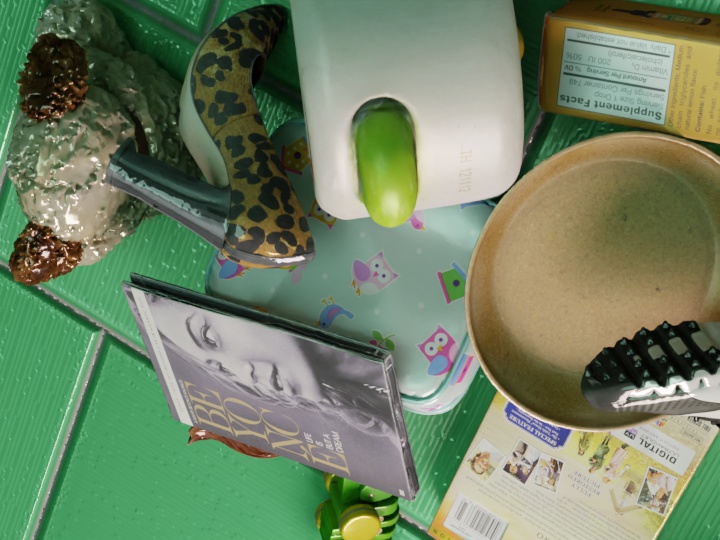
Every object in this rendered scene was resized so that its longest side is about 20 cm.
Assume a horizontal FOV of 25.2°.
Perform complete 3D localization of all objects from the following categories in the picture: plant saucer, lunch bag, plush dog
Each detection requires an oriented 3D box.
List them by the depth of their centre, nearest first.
[{"bbox_3d":[0.158,0.004,1.013,0.197,0.036,0.203,-3,113,-8],"label":"plant saucer"},{"bbox_3d":[0.000,0.000,1.083,0.198,0.077,0.162,25,90,17],"label":"lunch bag"},{"bbox_3d":[-0.180,-0.079,1.116,0.159,0.172,0.203,10,110,21],"label":"plush dog"}]

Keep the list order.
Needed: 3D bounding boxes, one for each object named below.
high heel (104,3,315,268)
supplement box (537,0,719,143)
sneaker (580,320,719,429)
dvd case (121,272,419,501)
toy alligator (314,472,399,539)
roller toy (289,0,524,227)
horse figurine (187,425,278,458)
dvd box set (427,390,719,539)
[{"bbox_3d":[-0.058,-0.089,1.060,0.141,0.201,0.072,28,144,8],"label":"high heel"},{"bbox_3d":[0.211,-0.118,0.982,0.198,0.066,0.070,15,115,21],"label":"supplement box"},{"bbox_3d":[0.236,0.075,1.000,0.197,0.067,0.091,-12,116,-5],"label":"sneaker"},{"bbox_3d":[-0.059,0.079,1.081,0.198,0.016,0.150,16,143,25],"label":"dvd case"},{"bbox_3d":[0.006,0.161,1.168,0.054,0.060,0.202,0,127,-18],"label":"toy alligator"},{"bbox_3d":[0.030,-0.132,0.975,0.138,0.182,0.203,-8,93,-2],"label":"roller toy"},{"bbox_3d":[-0.039,0.072,1.166,0.132,0.050,0.200,42,112,0],"label":"horse figurine"},{"bbox_3d":[0.148,0.138,1.113,0.145,0.029,0.202,29,116,13],"label":"dvd box set"}]
